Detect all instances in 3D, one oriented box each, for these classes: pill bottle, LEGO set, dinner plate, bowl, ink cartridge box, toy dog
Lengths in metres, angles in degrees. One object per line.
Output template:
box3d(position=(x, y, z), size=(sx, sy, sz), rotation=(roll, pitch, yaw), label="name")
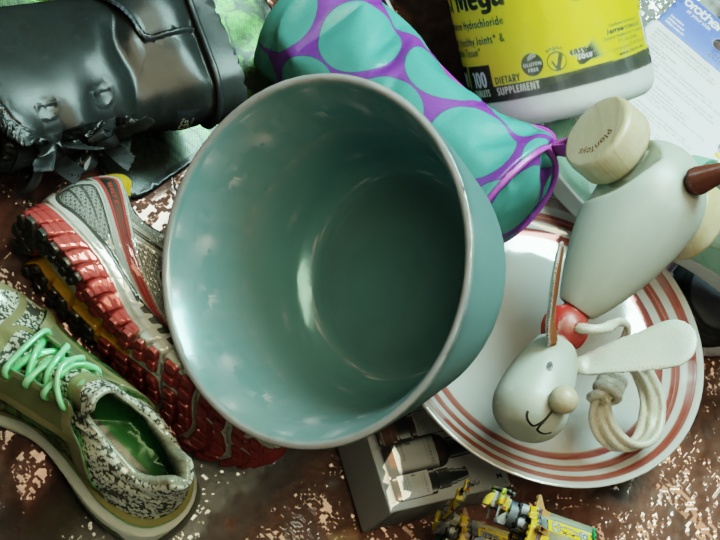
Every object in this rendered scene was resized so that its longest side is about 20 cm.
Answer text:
box3d(position=(0.102, -0.193, 1.653), size=(0.112, 0.112, 0.201), rotation=(-17, 98, -25), label="pill bottle")
box3d(position=(0.037, 0.184, 1.522), size=(0.115, 0.200, 0.154), rotation=(20, 86, -11), label="LEGO set")
box3d(position=(0.106, 0.040, 1.616), size=(0.199, 0.024, 0.201), rotation=(9, 57, -15), label="dinner plate")
box3d(position=(0.000, 0.000, 1.520), size=(0.105, 0.200, 0.202), rotation=(12, 62, -58), label="bowl")
box3d(position=(0.183, -0.074, 1.732), size=(0.119, 0.042, 0.200), rotation=(41, 64, 10), label="ink cartridge box")
box3d(position=(0.150, 0.002, 1.530), size=(0.131, 0.096, 0.201), rotation=(14, 80, -30), label="toy dog")

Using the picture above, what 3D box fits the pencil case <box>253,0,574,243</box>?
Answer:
box3d(position=(0.028, -0.099, 1.621), size=(0.092, 0.085, 0.200), rotation=(-43, 65, -7), label="pencil case")

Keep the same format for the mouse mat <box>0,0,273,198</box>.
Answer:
box3d(position=(-0.140, -0.157, 1.666), size=(0.161, 0.008, 0.200), rotation=(-37, 86, -28), label="mouse mat")

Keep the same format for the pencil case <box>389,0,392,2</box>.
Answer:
box3d(position=(0.044, -0.250, 1.729), size=(0.200, 0.078, 0.090), rotation=(-44, 101, -27), label="pencil case")

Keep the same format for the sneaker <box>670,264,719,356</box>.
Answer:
box3d(position=(0.276, -0.014, 1.713), size=(0.199, 0.114, 0.076), rotation=(-23, 81, -25), label="sneaker")

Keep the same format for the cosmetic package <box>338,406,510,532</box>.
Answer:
box3d(position=(0.017, 0.045, 1.629), size=(0.082, 0.051, 0.201), rotation=(-11, 75, -26), label="cosmetic package")

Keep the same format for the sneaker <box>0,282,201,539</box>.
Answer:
box3d(position=(-0.160, 0.064, 1.533), size=(0.200, 0.089, 0.077), rotation=(40, 63, -3), label="sneaker")

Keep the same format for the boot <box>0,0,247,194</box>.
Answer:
box3d(position=(-0.170, -0.144, 1.591), size=(0.162, 0.073, 0.199), rotation=(-15, 69, -28), label="boot")

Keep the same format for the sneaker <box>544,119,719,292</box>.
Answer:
box3d(position=(0.204, -0.060, 1.632), size=(0.200, 0.118, 0.074), rotation=(30, 44, 5), label="sneaker")

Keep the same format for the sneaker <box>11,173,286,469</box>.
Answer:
box3d(position=(-0.106, 0.026, 1.574), size=(0.082, 0.078, 0.200), rotation=(-38, 88, -29), label="sneaker")
